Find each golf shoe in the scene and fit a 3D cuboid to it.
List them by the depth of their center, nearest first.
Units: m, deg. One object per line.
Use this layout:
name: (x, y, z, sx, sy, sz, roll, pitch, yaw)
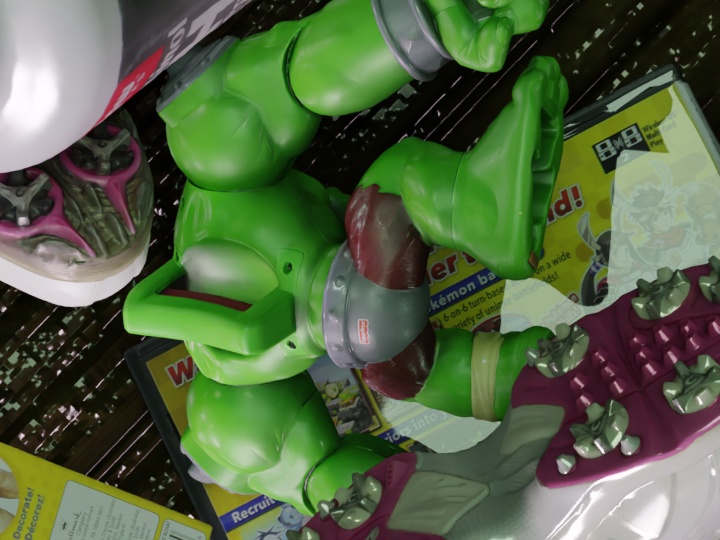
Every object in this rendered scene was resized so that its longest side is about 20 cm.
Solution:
golf shoe: (0.067, 0.069, 0.755, 0.200, 0.075, 0.092, -34, 119, 23)
golf shoe: (-0.129, -0.035, 0.825, 0.073, 0.092, 0.200, -31, 46, -30)

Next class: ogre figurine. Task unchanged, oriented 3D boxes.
ogre figurine: (0.000, 0.000, 0.803, 0.119, 0.200, 0.098, 4, 41, 17)

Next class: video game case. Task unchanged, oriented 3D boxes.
video game case: (0.051, 0.061, 0.855, 0.200, 0.025, 0.181, -28, 82, 9)

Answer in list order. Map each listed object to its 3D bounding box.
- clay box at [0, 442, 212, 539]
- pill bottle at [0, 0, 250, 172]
clay box: (-0.155, 0.097, 0.820, 0.199, 0.048, 0.115, 24, 68, -18)
pill bottle: (-0.090, -0.095, 0.739, 0.111, 0.111, 0.200, 43, 46, 3)
